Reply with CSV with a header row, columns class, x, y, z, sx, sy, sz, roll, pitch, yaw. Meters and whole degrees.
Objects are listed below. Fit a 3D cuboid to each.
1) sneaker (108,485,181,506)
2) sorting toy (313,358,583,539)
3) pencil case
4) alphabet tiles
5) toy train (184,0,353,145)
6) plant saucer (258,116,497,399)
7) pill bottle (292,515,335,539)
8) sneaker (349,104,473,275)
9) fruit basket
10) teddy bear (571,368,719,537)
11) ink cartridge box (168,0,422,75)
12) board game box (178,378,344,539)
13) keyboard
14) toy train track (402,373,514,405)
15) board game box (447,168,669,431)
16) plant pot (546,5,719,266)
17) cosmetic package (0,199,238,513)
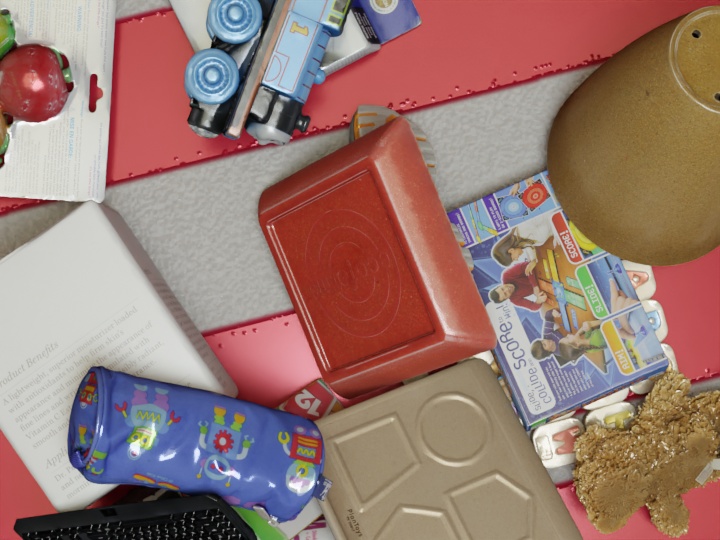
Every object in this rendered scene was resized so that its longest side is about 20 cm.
class,x,y,z,sx,sy,sz,roll,pitch,yaw
sneaker,-0.169,0.203,1.250,0.199,0.116,0.076,-29,109,32
sorting toy,0.061,0.182,1.184,0.198,0.037,0.186,-17,64,-22
pencil case,-0.122,0.135,1.084,0.198,0.078,0.088,17,68,-21
alphabet tiles,0.180,0.069,1.286,0.193,0.015,0.203,-15,89,-2
toy train,-0.075,-0.198,1.212,0.113,0.087,0.202,21,90,-8
plant saucer,0.000,0.000,1.206,0.037,0.199,0.202,-23,89,-45
pill bottle,-0.029,0.263,1.214,0.197,0.113,0.115,-7,89,-2
sneaker,0.029,-0.053,1.249,0.077,0.077,0.202,-2,63,-33
fruit basket,-0.317,-0.158,1.255,0.197,0.094,0.188,3,89,-17
teddy bear,0.274,0.158,1.259,0.199,0.067,0.146,-32,118,-5
ink cartridge box,-0.073,-0.263,1.273,0.198,0.041,0.201,-28,90,-2
board game box,-0.064,0.167,1.195,0.096,0.199,0.030,51,129,7
keyboard,-0.169,0.219,1.102,0.198,0.104,0.040,-11,47,29
toy train track,0.110,0.119,1.269,0.198,0.033,0.116,-30,81,-1
board game box,0.164,0.020,1.250,0.134,0.034,0.202,-22,74,-1
plant pot,0.266,-0.125,1.176,0.184,0.200,0.189,2,71,-7
cosmetic package,-0.224,0.071,1.201,0.164,0.165,0.201,-34,90,-2
